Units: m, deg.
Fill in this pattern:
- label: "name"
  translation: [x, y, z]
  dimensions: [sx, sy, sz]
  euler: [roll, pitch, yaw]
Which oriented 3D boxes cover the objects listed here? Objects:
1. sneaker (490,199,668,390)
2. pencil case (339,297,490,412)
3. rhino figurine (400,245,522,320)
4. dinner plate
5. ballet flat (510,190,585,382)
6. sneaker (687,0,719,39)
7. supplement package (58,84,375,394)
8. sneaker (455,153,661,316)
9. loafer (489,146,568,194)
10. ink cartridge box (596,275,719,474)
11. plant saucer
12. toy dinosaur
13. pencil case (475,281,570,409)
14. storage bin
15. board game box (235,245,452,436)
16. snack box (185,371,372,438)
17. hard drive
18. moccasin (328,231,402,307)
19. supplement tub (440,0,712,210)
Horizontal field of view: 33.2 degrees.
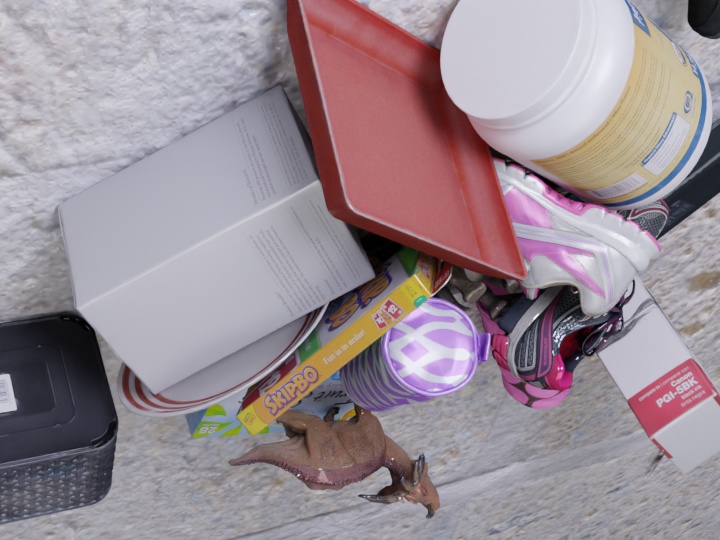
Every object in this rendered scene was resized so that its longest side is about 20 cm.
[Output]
- label: "sneaker"
  translation: [0.201, 0.019, 1.031]
  dimensions: [0.201, 0.074, 0.081]
  euler: [-51, 134, -9]
- label: "pencil case"
  translation: [0.038, 0.074, 0.997]
  dimensions: [0.084, 0.085, 0.200]
  euler: [12, 170, -9]
- label: "rhino figurine"
  translation: [0.097, -0.005, 1.038]
  dimensions: [0.060, 0.088, 0.199]
  euler: [-51, 161, 20]
- label: "dinner plate"
  translation: [-0.106, 0.053, 0.976]
  dimensions: [0.198, 0.201, 0.024]
  euler: [-28, 118, 6]
- label: "ballet flat"
  translation: [0.185, 0.008, 1.117]
  dimensions: [0.068, 0.069, 0.203]
  euler: [-1, 118, -30]
- label: "sneaker"
  translation: [0.257, -0.260, 0.905]
  dimensions: [0.080, 0.074, 0.202]
  euler: [-6, 139, 2]
- label: "supplement package"
  translation: [-0.111, -0.023, 0.920]
  dimensions: [0.198, 0.121, 0.122]
  euler: [-27, 137, 3]
- label: "sneaker"
  translation: [0.131, -0.028, 0.956]
  dimensions: [0.089, 0.198, 0.081]
  euler: [-64, 163, 5]
- label: "loafer"
  translation: [0.098, -0.076, 1.034]
  dimensions: [0.197, 0.070, 0.070]
  euler: [-16, 145, -13]
- label: "ink cartridge box"
  translation: [0.306, 0.095, 1.278]
  dimensions: [0.082, 0.201, 0.147]
  euler: [-35, 145, 11]
- label: "plant saucer"
  translation: [0.026, -0.093, 0.858]
  dimensions: [0.037, 0.203, 0.198]
  euler: [-33, 147, 31]
- label: "toy dinosaur"
  translation: [-0.015, 0.174, 1.120]
  dimensions: [0.197, 0.137, 0.086]
  euler: [-6, 144, -25]
- label: "pencil case"
  translation: [0.171, 0.061, 1.253]
  dimensions: [0.090, 0.095, 0.201]
  euler: [15, 155, 23]
- label: "storage bin"
  translation: [-0.308, 0.127, 0.992]
  dimensions: [0.197, 0.136, 0.094]
  euler: [-9, 143, -22]
- label: "board game box"
  translation: [-0.009, 0.042, 0.920]
  dimensions: [0.199, 0.096, 0.030]
  euler: [-36, 103, 18]
- label: "snack box"
  translation: [-0.054, 0.083, 1.154]
  dimensions: [0.197, 0.068, 0.169]
  euler: [2, 138, -32]
- label: "hard drive"
  translation: [0.304, -0.076, 1.163]
  dimensions: [0.199, 0.033, 0.139]
  euler: [-40, 161, 20]
- label: "moccasin"
  translation: [0.001, 0.001, 1.053]
  dimensions: [0.199, 0.074, 0.078]
  euler: [-23, 140, -22]
- label: "supplement tub"
  translation: [0.166, -0.141, 0.924]
  dimensions: [0.144, 0.146, 0.199]
  euler: [-41, 143, 23]
